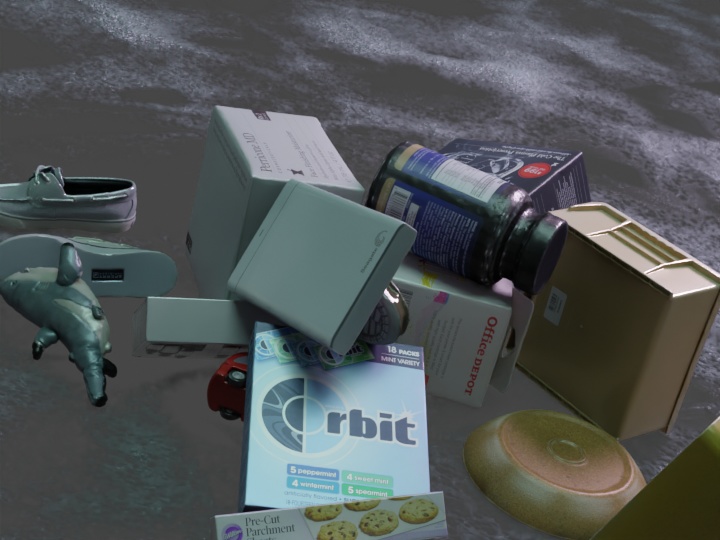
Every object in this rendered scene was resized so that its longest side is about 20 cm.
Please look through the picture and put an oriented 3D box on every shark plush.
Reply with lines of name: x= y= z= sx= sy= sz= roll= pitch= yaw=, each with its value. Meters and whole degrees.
shark plush: x=-0.297 y=0.069 z=1.285 sx=0.083 sy=0.091 sz=0.200 roll=-22 pitch=62 yaw=-19

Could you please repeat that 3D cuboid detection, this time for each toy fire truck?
toy fire truck: x=-0.041 y=0.123 z=1.289 sx=0.199 sy=0.049 sz=0.141 roll=18 pitch=26 yaw=9

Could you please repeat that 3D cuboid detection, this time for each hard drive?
hard drive: x=-0.043 y=-0.009 z=1.217 sx=0.027 sy=0.132 sz=0.200 roll=34 pitch=-6 yaw=-37

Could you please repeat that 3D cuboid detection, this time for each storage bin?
storage bin: x=0.275 y=0.056 z=1.416 sx=0.094 sy=0.201 sz=0.198 roll=-11 pitch=36 yaw=-37

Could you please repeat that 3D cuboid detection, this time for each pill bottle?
pill bottle: x=0.113 y=-0.052 z=1.351 sx=0.200 sy=0.112 sz=0.112 roll=26 pitch=28 yaw=19

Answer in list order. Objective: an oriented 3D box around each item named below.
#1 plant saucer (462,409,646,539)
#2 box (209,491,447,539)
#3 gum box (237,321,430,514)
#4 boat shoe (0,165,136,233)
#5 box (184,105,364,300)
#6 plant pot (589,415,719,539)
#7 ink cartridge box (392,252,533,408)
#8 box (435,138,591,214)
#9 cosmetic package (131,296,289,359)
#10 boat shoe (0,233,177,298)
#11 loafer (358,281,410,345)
plant saucer: x=0.204 y=0.196 z=1.289 sx=0.200 sy=0.036 sz=0.200 roll=12 pitch=27 yaw=-6
box: x=-0.026 y=0.217 z=1.073 sx=0.199 sy=0.042 sz=0.039 roll=-3 pitch=-12 yaw=-14
gum box: x=-0.023 y=0.150 z=1.176 sx=0.169 sy=0.045 sz=0.200 roll=9 pitch=50 yaw=-12
boat shoe: x=-0.365 y=-0.092 z=1.513 sx=0.200 sy=0.072 sz=0.070 roll=3 pitch=28 yaw=-22
box: x=-0.103 y=-0.053 z=1.429 sx=0.130 sy=0.201 sz=0.199 roll=4 pitch=28 yaw=-22
plant pot: x=0.344 y=0.231 z=1.128 sx=0.176 sy=0.200 sz=0.200 roll=47 pitch=36 yaw=16
ink cartridge box: x=0.081 y=0.052 z=1.403 sx=0.199 sy=0.129 sz=0.125 roll=16 pitch=26 yaw=0
box: x=0.149 y=-0.070 z=1.547 sx=0.200 sy=0.104 sz=0.182 roll=11 pitch=38 yaw=42
cosmetic package: x=-0.130 y=0.063 z=1.313 sx=0.199 sy=0.051 sz=0.083 roll=3 pitch=-14 yaw=-20
boat shoe: x=-0.305 y=-0.005 z=1.394 sx=0.199 sy=0.071 sz=0.070 roll=1 pitch=7 yaw=-20
loafer: x=0.000 y=0.000 z=1.260 sx=0.069 sy=0.075 sz=0.200 roll=-9 pitch=38 yaw=-27
